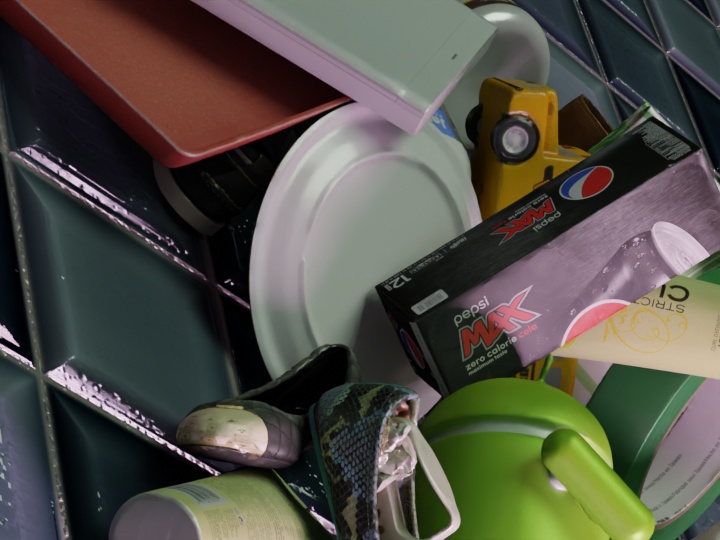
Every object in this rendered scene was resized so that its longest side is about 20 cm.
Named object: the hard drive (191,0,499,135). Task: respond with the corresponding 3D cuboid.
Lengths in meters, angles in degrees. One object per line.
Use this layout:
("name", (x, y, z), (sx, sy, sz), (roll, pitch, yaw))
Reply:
("hard drive", (-0.027, -0.165, 1.728), (0.200, 0.026, 0.132), (32, 35, 5))

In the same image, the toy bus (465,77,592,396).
("toy bus", (0.105, -0.020, 1.857), (0.078, 0.200, 0.065), (4, 10, -16))

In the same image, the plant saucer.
("plant saucer", (-0.109, -0.138, 1.690), (0.200, 0.037, 0.200), (43, 37, 19))

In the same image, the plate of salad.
("plate of salad", (0.000, 0.000, 1.706), (0.200, 0.048, 0.200), (-5, 97, -47))

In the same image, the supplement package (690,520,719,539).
("supplement package", (0.191, 0.248, 1.709), (0.120, 0.121, 0.200), (54, 22, 0))

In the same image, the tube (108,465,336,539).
("tube", (-0.063, 0.131, 1.480), (0.200, 0.052, 0.058), (-4, 90, -69))

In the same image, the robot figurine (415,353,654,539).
("robot figurine", (0.079, 0.147, 1.600), (0.116, 0.175, 0.200), (20, 56, -20))

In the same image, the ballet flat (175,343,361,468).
("ballet flat", (-0.050, 0.073, 1.554), (0.200, 0.066, 0.057), (-12, 111, -73))

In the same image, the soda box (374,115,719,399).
("soda box", (0.114, -0.005, 1.686), (0.071, 0.200, 0.063), (64, -11, -28))

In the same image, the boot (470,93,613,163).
("boot", (0.150, -0.006, 1.960), (0.200, 0.155, 0.077), (51, 11, -1))

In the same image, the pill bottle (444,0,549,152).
("pill bottle", (0.034, -0.169, 1.996), (0.109, 0.109, 0.200), (31, 9, -44))

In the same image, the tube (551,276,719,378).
("tube", (0.179, 0.031, 1.747), (0.200, 0.052, 0.058), (12, 50, 8))

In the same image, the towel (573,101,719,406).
("towel", (0.161, 0.008, 1.914), (0.153, 0.200, 0.023), (48, 4, -9))

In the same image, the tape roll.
("tape roll", (0.205, 0.094, 1.865), (0.048, 0.200, 0.200), (36, 14, 24))

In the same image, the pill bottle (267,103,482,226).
("pill bottle", (0.003, -0.081, 1.842), (0.114, 0.114, 0.200), (25, 34, -49))

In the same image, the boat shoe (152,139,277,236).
("boat shoe", (-0.092, -0.108, 1.758), (0.072, 0.068, 0.200), (33, 27, -37))

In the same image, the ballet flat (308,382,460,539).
("ballet flat", (0.022, 0.153, 1.504), (0.074, 0.074, 0.200), (1, 75, -63))
